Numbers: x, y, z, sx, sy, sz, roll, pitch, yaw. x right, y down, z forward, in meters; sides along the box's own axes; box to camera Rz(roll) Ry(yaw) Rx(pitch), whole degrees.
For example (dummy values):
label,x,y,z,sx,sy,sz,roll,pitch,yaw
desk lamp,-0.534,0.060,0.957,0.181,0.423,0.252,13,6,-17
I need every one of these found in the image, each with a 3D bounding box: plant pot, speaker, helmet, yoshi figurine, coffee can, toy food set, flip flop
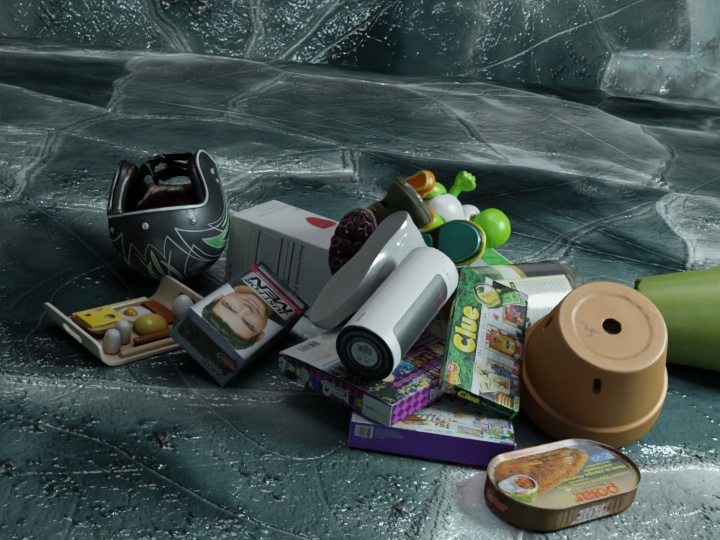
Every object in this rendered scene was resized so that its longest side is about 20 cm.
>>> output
label,x,y,z,sx,sy,sz,roll,pitch,yaw
plant pot,0.305,0.109,1.291,0.200,0.140,0.200,2,53,-3
speaker,0.049,0.050,1.265,0.081,0.081,0.200,18,37,21
helmet,-0.292,-0.076,1.544,0.200,0.200,0.191,4,62,-11
yoshi figurine,0.158,-0.083,1.552,0.200,0.112,0.112,21,23,-44
coffee can,0.199,0.063,1.454,0.200,0.146,0.146,-4,26,-28
toy food set,-0.310,0.058,1.387,0.200,0.060,0.143,-13,32,-44
plant pot,0.513,0.074,1.535,0.190,0.200,0.200,0,20,13
flip flop,0.042,-0.076,1.454,0.058,0.081,0.200,-42,6,-23

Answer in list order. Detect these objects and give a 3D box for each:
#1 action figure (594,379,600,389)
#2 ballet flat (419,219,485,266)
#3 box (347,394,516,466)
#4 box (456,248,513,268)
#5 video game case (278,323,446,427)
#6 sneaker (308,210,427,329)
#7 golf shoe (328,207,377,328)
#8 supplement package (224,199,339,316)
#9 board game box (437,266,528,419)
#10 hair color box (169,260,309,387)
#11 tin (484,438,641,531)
label,x,y,z,sx,sy,sz,roll,pitch,yaw
action figure,0.262,0.152,1.387,0.200,0.055,0.118,4,24,-2
ballet flat,0.125,-0.034,1.460,0.067,0.067,0.200,10,-11,-37
box,0.089,0.184,1.262,0.200,0.039,0.137,9,22,1
box,0.132,0.022,1.599,0.200,0.097,0.176,-4,28,-27
video game case,0.027,0.120,1.296,0.181,0.036,0.200,21,25,33
sneaker,0.028,0.029,1.374,0.200,0.116,0.074,-47,31,-15
golf shoe,0.000,0.000,1.461,0.073,0.200,0.092,11,24,21
supplement package,-0.093,-0.018,1.572,0.200,0.120,0.121,20,24,24
board game box,0.160,0.089,1.298,0.105,0.023,0.200,21,46,-8
hair color box,-0.159,0.068,1.371,0.099,0.061,0.200,43,29,4
tin,0.234,0.247,1.171,0.200,0.042,0.112,-5,22,-30
